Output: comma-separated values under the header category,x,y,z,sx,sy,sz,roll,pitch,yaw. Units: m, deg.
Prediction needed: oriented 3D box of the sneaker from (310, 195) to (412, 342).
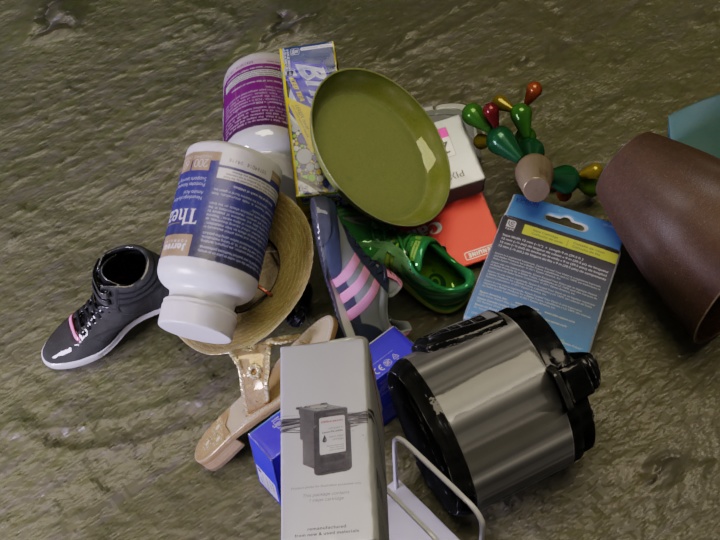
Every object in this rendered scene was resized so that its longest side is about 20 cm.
category,x,y,z,sx,sy,sz,roll,pitch,yaw
sneaker,0.000,0.000,1.362,0.081,0.201,0.070,-17,29,0

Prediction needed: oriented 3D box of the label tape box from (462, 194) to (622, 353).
category,x,y,z,sx,sy,sz,roll,pitch,yaw
label tape box,0.209,0.019,1.412,0.142,0.066,0.201,18,52,10

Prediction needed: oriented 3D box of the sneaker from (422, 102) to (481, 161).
category,x,y,z,sx,sy,sz,roll,pitch,yaw
sneaker,0.058,-0.148,1.551,0.198,0.075,0.116,-8,54,-4

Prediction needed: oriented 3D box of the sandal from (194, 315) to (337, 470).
category,x,y,z,sx,sy,sz,roll,pitch,yaw
sandal,-0.116,0.114,1.287,0.212,0.069,0.078,-48,25,11

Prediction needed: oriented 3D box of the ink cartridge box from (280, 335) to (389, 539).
category,x,y,z,sx,sy,sz,roll,pitch,yaw
ink cartridge box,-0.021,0.181,1.092,0.082,0.146,0.201,-6,51,3

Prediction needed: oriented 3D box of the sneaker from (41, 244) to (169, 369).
category,x,y,z,sx,sy,sz,roll,pitch,yaw
sneaker,-0.291,0.035,1.382,0.199,0.099,0.071,-31,59,7

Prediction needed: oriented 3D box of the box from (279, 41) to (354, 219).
category,x,y,z,sx,sy,sz,roll,pitch,yaw
box,-0.050,-0.166,1.456,0.069,0.064,0.202,-8,67,-1

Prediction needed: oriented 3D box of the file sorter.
category,x,y,z,sx,sy,sz,roll,pitch,yaw
file sorter,0.007,0.280,1.185,0.199,0.125,0.139,-36,58,-22

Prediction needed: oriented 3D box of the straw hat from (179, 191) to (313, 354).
category,x,y,z,sx,sy,sz,roll,pitch,yaw
straw hat,-0.124,0.011,1.426,0.199,0.085,0.203,-10,67,23

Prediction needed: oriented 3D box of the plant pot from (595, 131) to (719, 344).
category,x,y,z,sx,sy,sz,roll,pitch,yaw
plant pot,0.362,-0.055,1.373,0.186,0.188,0.200,-34,64,-22

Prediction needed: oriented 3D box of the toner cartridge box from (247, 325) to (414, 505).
category,x,y,z,sx,sy,sz,roll,pitch,yaw
toner cartridge box,-0.024,0.152,1.306,0.199,0.095,0.043,-35,58,-23

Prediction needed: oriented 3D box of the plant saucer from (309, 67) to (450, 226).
category,x,y,z,sx,sy,sz,roll,pitch,yaw
plant saucer,0.018,-0.136,1.412,0.199,0.031,0.202,20,54,-31

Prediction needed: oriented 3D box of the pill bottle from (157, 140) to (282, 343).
category,x,y,z,sx,sy,sz,roll,pitch,yaw
pill bottle,-0.157,-0.029,1.341,0.110,0.111,0.202,9,74,10

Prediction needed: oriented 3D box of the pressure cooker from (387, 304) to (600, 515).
category,x,y,z,sx,sy,sz,roll,pitch,yaw
pressure cooker,0.145,0.134,1.258,0.199,0.180,0.176,-24,43,-9

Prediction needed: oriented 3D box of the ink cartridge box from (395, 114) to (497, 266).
category,x,y,z,sx,sy,sz,roll,pitch,yaw
ink cartridge box,0.055,-0.075,1.474,0.198,0.044,0.175,-18,69,-5

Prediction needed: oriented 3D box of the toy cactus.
category,x,y,z,sx,sy,sz,roll,pitch,yaw
toy cactus,0.212,-0.135,1.465,0.200,0.102,0.165,39,25,-16

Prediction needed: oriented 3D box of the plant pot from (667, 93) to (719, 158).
category,x,y,z,sx,sy,sz,roll,pitch,yaw
plant pot,0.469,-0.133,1.477,0.198,0.142,0.142,-2,51,11

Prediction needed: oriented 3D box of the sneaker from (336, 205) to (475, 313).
category,x,y,z,sx,sy,sz,roll,pitch,yaw
sneaker,0.045,-0.024,1.406,0.199,0.084,0.075,26,60,-10

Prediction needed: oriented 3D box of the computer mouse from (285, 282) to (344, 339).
category,x,y,z,sx,sy,sz,roll,pitch,yaw
computer mouse,-0.060,0.060,1.375,0.059,0.034,0.200,-51,28,12

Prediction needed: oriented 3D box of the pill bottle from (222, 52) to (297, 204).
category,x,y,z,sx,sy,sz,roll,pitch,yaw
pill bottle,-0.118,-0.168,1.550,0.111,0.113,0.201,-4,51,0
